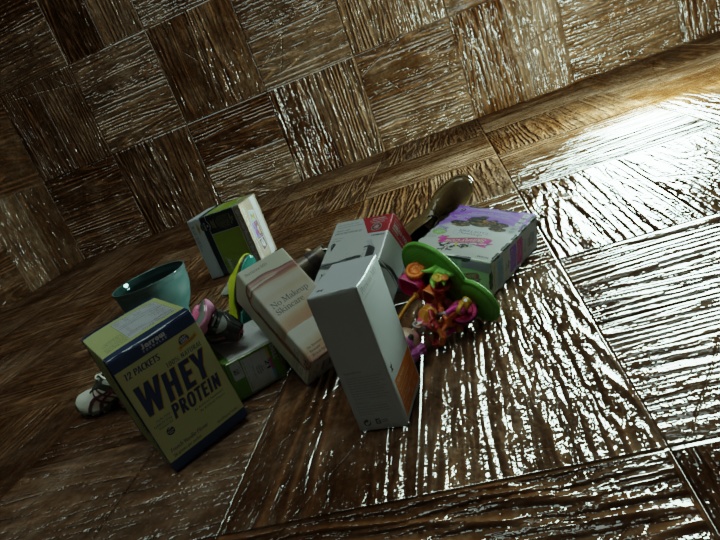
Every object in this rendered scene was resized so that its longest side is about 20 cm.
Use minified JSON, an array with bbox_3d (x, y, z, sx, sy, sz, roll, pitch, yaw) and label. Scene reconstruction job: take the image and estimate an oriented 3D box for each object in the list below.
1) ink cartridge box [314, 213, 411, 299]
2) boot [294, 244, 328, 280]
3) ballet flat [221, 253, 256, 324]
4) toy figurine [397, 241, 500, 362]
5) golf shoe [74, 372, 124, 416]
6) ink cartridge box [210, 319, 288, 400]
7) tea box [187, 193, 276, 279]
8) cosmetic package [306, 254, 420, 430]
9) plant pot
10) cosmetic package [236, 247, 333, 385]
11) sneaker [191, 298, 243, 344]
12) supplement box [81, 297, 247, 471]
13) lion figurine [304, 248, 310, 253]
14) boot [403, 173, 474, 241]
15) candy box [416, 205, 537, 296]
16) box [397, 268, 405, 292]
[{"bbox_3d":[0.000,0.000,1.063,0.143,0.084,0.202,-7,49,34],"label":"ink cartridge box"},{"bbox_3d":[-0.128,0.004,1.116,0.146,0.071,0.200,-36,-1,14],"label":"boot"},{"bbox_3d":[-0.246,0.068,1.103,0.066,0.203,0.067,-1,0,26],"label":"ballet flat"},{"bbox_3d":[0.084,0.081,0.861,0.199,0.151,0.184,30,64,36],"label":"toy figurine"},{"bbox_3d":[-0.497,0.230,1.096,0.198,0.089,0.077,-15,21,23],"label":"golf shoe"},{"bbox_3d":[-0.170,0.138,1.007,0.198,0.077,0.147,-26,18,-25],"label":"ink cartridge box"},{"bbox_3d":[-0.404,-0.109,1.754,0.194,0.202,0.134,-14,19,18],"label":"tea box"},{"bbox_3d":[0.010,0.095,0.722,0.070,0.202,0.102,-13,20,22],"label":"cosmetic package"},{"bbox_3d":[-0.542,0.078,1.492,0.198,0.136,0.201,-20,19,7],"label":"plant pot"},{"bbox_3d":[-0.109,0.073,0.918,0.103,0.088,0.200,-34,67,-30],"label":"cosmetic package"},{"bbox_3d":[-0.258,0.105,0.979,0.200,0.094,0.080,-17,56,66],"label":"sneaker"},{"bbox_3d":[-0.313,0.168,0.876,0.134,0.202,0.199,-35,22,-29],"label":"supplement box"},{"bbox_3d":[-0.130,-0.007,1.376,0.199,0.073,0.122,-27,26,-28],"label":"lion figurine"},{"bbox_3d":[0.161,-0.113,1.146,0.200,0.073,0.076,-46,9,20],"label":"boot"},{"bbox_3d":[0.214,-0.043,1.031,0.166,0.072,0.200,13,36,36],"label":"candy box"},{"bbox_3d":[0.131,-0.019,1.162,0.136,0.040,0.200,-4,26,45],"label":"box"}]
